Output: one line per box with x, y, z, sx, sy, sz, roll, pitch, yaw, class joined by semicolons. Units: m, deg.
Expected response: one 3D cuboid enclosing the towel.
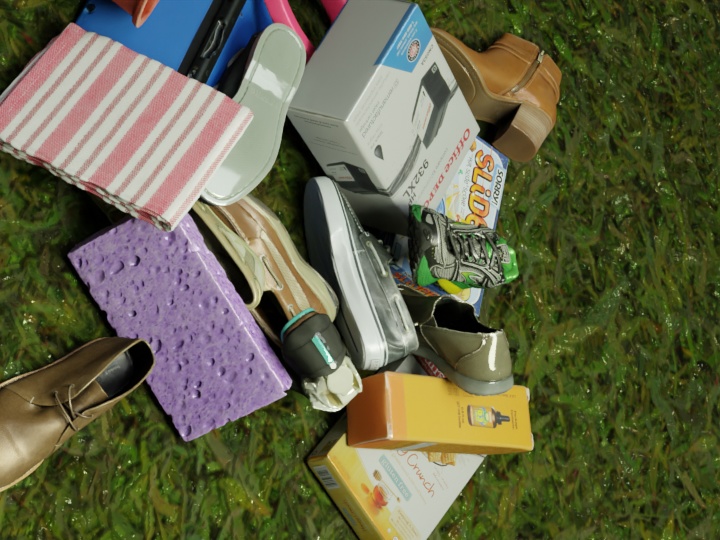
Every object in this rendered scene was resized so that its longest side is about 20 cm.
-0.208;-0.124;1.244;0.198;0.030;0.147;26;57;10;towel

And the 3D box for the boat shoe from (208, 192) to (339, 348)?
-0.100;-0.002;1.354;0.200;0.075;0.074;47;55;-20;boat shoe

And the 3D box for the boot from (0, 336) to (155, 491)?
-0.249;0.111;1.186;0.200;0.075;0.074;-40;106;-40;boot

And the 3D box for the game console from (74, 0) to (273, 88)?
-0.175;-0.199;1.381;0.171;0.117;0.202;66;38;-50;game console

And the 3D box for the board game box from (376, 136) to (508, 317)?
0.088;-0.064;1.566;0.135;0.034;0.202;31;59;-32;board game box

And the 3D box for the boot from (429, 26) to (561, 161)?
0.146;-0.231;1.652;0.200;0.073;0.155;44;43;-18;boot

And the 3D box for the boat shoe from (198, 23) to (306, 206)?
-0.108;-0.134;1.323;0.075;0.060;0.201;40;56;-20;boat shoe

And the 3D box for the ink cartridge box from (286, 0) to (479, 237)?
0.026;-0.149;1.432;0.146;0.083;0.200;-60;144;-19;ink cartridge box

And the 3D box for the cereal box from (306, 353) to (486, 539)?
0.046;0.178;1.454;0.145;0.039;0.200;55;49;-15;cereal box

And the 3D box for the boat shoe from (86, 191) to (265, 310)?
-0.165;-0.039;1.280;0.201;0.063;0.073;44;93;-9;boat shoe

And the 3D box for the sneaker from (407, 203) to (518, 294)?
0.100;-0.024;1.431;0.200;0.084;0.079;14;71;-67;sneaker

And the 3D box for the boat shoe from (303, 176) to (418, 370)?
0.000;0.000;1.423;0.070;0.072;0.202;-12;75;-23;boat shoe

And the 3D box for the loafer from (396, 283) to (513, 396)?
0.084;0.052;1.427;0.075;0.199;0.071;-10;117;-35;loafer

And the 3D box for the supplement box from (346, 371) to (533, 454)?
0.080;0.143;1.425;0.198;0.068;0.067;9;70;-38;supplement box

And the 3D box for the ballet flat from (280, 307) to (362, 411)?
-0.035;0.091;1.320;0.068;0.200;0.069;-39;77;-5;ballet flat

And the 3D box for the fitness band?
-0.051;-0.253;1.453;0.200;0.037;0.145;48;36;-48;fitness band

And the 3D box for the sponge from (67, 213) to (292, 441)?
-0.156;0.043;1.265;0.201;0.111;0.030;59;19;-12;sponge

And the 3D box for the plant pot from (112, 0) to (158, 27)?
-0.227;-0.348;1.253;0.194;0.201;0.202;30;57;-8;plant pot
